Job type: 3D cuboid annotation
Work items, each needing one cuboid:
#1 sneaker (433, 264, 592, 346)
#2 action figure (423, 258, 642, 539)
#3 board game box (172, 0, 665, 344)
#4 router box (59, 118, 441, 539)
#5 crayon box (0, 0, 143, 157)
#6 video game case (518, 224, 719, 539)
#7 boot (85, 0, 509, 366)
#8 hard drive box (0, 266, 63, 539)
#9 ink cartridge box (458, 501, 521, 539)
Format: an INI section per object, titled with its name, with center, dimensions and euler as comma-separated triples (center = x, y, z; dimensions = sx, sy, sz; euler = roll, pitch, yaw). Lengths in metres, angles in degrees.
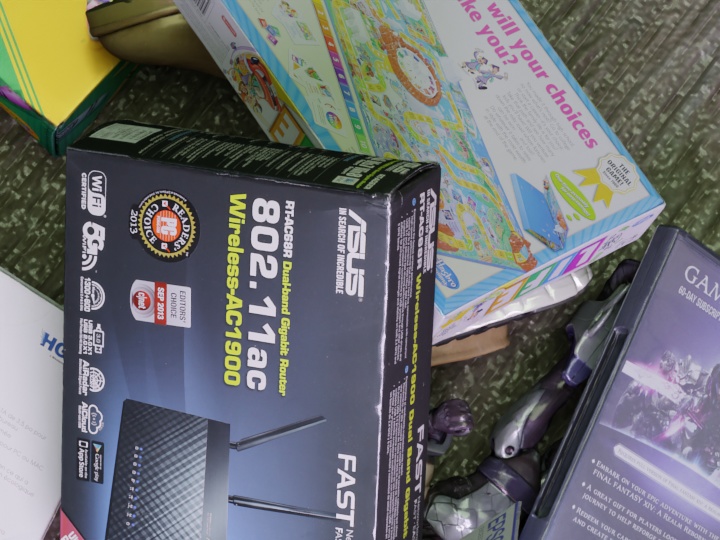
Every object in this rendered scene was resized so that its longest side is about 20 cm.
[sneaker]
center = 0.000, 0.000, 1.363
dimensions = 0.199, 0.079, 0.089
euler = -18, 86, -13
[action figure]
center = 0.080, 0.088, 1.409
dimensions = 0.130, 0.069, 0.200
euler = 45, 81, -17
[board game box]
center = 0.025, -0.076, 1.335
dimensions = 0.134, 0.034, 0.200
euler = -26, 73, -31
[router box]
center = -0.048, 0.045, 1.272
dimensions = 0.149, 0.062, 0.201
euler = 8, 107, 21
[crayon box]
center = -0.125, -0.169, 1.459
dimensions = 0.119, 0.058, 0.200
euler = 41, 77, 4
[video game case]
center = 0.147, 0.099, 1.394
dimensions = 0.143, 0.019, 0.200
euler = 33, 76, -37
[boot]
center = -0.027, -0.045, 1.408
dimensions = 0.175, 0.066, 0.201
euler = -11, 96, -11
[hard drive box]
center = -0.217, 0.086, 1.341
dimensions = 0.156, 0.077, 0.200
euler = 35, 65, -21
[ink cartridge box]
center = -0.009, 0.193, 1.288
dimensions = 0.200, 0.198, 0.043
euler = -31, 101, 14
